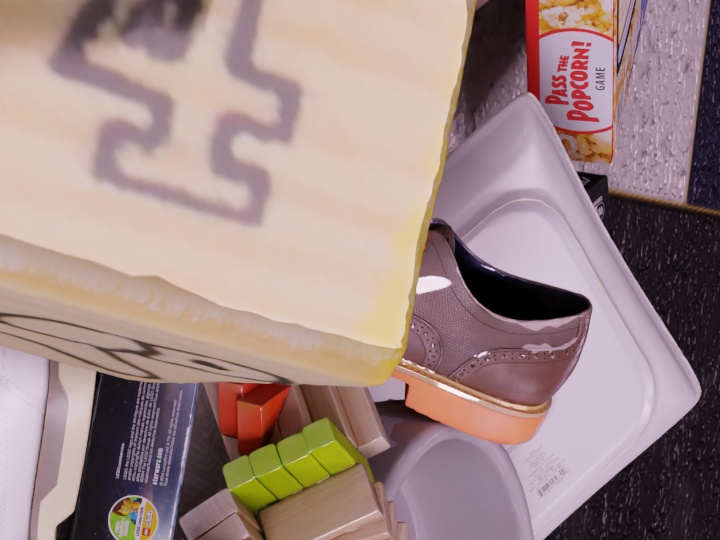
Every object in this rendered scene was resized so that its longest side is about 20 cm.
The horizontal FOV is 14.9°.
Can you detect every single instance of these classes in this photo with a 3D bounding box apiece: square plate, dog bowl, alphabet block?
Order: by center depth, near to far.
[{"bbox_3d":[-0.097,-0.079,0.849,0.199,0.195,0.197,16,82,-29],"label":"alphabet block"},{"bbox_3d":[0.014,0.147,1.153,0.200,0.058,0.201,-4,95,-62],"label":"dog bowl"},{"bbox_3d":[0.054,0.054,1.264,0.200,0.028,0.198,-41,120,-13],"label":"square plate"}]

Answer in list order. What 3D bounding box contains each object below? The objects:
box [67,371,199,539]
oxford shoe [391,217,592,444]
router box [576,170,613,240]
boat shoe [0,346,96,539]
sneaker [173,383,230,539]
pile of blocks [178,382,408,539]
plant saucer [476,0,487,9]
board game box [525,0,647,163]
[{"bbox_3d":[-0.095,0.113,1.062,0.137,0.040,0.201,134,-34,-83],"label":"box"},{"bbox_3d":[0.000,0.000,1.117,0.073,0.199,0.071,-59,-159,26],"label":"oxford shoe"},{"bbox_3d":[0.062,0.049,1.375,0.200,0.062,0.150,-36,128,-53],"label":"router box"},{"bbox_3d":[-0.144,0.102,1.004,0.075,0.068,0.201,-104,-156,-66],"label":"boat shoe"},{"bbox_3d":[-0.040,0.102,1.194,0.111,0.076,0.201,-10,96,-68],"label":"sneaker"},{"bbox_3d":[-0.032,0.113,1.032,0.062,0.082,0.201,50,41,-58],"label":"pile of blocks"},{"bbox_3d":[0.060,-0.211,1.279,0.200,0.037,0.201,6,90,-79],"label":"plant saucer"},{"bbox_3d":[0.115,-0.178,1.367,0.152,0.046,0.200,-73,164,-46],"label":"board game box"}]
